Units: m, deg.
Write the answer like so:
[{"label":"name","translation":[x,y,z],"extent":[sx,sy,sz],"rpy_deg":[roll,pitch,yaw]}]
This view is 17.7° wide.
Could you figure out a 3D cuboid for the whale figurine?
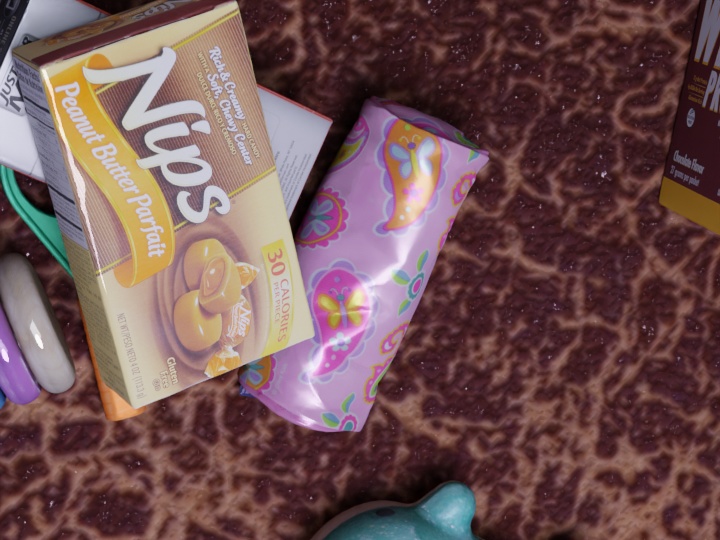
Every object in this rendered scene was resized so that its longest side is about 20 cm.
[{"label":"whale figurine","translation":[0.057,0.211,1.416],"extent":[0.199,0.104,0.160],"rpy_deg":[3,101,-16]}]

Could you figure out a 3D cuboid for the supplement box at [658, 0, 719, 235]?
[{"label":"supplement box","translation":[0.313,-0.109,1.400],"extent":[0.199,0.133,0.199],"rpy_deg":[8,101,-17]}]

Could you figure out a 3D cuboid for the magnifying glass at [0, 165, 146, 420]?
[{"label":"magnifying glass","translation":[-0.159,-0.009,1.353],"extent":[0.079,0.022,0.201],"rpy_deg":[-15,104,-13]}]

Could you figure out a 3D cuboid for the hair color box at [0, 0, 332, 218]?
[{"label":"hair color box","translation":[-0.126,-0.082,1.302],"extent":[0.199,0.061,0.102],"rpy_deg":[24,91,-31]}]

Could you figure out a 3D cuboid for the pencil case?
[{"label":"pencil case","translation":[0.000,0.000,1.367],"extent":[0.087,0.087,0.201],"rpy_deg":[22,97,-19]}]

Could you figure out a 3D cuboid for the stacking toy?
[{"label":"stacking toy","translation":[-0.267,0.064,1.312],"extent":[0.199,0.085,0.086],"rpy_deg":[-23,107,-4]}]

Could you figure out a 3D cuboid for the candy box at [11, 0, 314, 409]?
[{"label":"candy box","translation":[-0.105,-0.040,1.256],"extent":[0.115,0.055,0.201],"rpy_deg":[-22,113,-21]}]
